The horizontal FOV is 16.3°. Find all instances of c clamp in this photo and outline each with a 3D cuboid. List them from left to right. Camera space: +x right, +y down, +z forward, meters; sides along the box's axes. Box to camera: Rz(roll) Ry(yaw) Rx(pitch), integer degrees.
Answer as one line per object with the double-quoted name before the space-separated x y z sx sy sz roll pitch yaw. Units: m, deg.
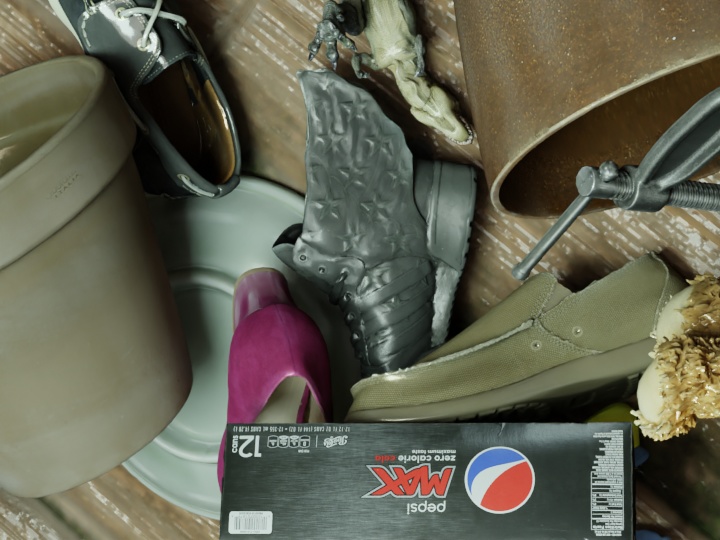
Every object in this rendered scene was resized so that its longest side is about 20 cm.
"c clamp" 0.192 -0.048 1.189 0.171 0.199 0.027 -53 44 47

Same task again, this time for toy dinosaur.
"toy dinosaur" 0.001 -0.150 1.272 0.047 0.088 0.201 -15 97 25

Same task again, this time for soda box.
"soda box" 0.034 0.114 1.222 0.199 0.071 0.064 0 66 6

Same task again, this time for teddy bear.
"teddy bear" 0.219 0.031 1.171 0.200 0.145 0.067 -24 113 15

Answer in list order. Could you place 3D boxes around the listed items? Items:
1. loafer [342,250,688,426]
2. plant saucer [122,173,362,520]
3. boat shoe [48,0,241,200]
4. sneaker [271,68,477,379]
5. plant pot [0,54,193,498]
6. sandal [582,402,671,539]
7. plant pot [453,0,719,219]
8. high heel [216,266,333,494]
"loafer" 0.082 0.043 1.269 0.199 0.076 0.068 -14 71 -13
"plant saucer" -0.079 0.048 1.373 0.200 0.050 0.201 5 104 21
"boat shoe" -0.112 -0.128 1.308 0.068 0.072 0.200 13 129 46
"sneaker" 0.000 0.001 1.310 0.104 0.060 0.200 11 98 -4
"plant pot" -0.175 0.013 1.285 0.200 0.200 0.174 -20 113 25
"sandal" 0.082 0.158 1.284 0.200 0.079 0.087 -39 85 -1
"plant pot" 0.117 -0.155 1.188 0.187 0.187 0.200 -27 73 25
"high heel" -0.036 0.102 1.297 0.067 0.096 0.200 -4 121 -10
